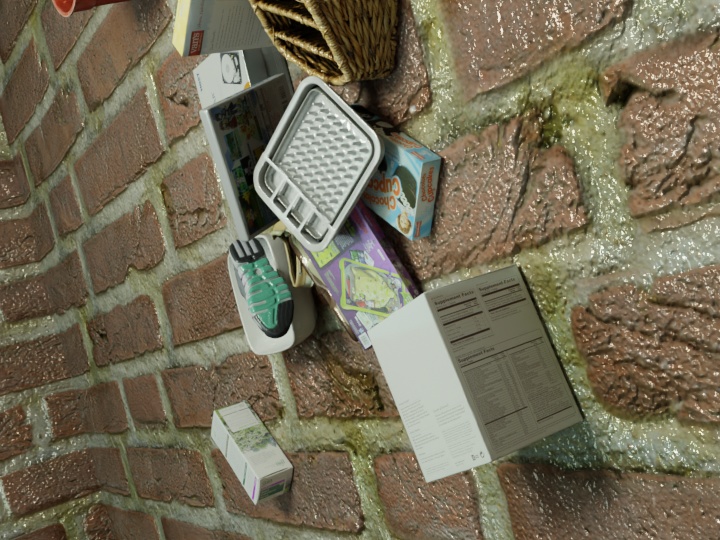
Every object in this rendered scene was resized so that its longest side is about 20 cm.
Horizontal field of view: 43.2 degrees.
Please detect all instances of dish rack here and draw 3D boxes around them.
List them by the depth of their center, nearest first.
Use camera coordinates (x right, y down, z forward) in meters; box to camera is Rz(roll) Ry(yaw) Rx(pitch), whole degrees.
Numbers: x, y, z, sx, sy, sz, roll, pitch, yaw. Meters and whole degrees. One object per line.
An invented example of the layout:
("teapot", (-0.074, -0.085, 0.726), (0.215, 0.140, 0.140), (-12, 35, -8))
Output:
("dish rack", (-0.054, -0.146, 1.259), (0.172, 0.043, 0.201), (47, 123, 24))

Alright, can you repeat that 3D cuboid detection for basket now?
("basket", (-0.063, -0.324, 1.228), (0.200, 0.148, 0.144), (35, 130, 45))

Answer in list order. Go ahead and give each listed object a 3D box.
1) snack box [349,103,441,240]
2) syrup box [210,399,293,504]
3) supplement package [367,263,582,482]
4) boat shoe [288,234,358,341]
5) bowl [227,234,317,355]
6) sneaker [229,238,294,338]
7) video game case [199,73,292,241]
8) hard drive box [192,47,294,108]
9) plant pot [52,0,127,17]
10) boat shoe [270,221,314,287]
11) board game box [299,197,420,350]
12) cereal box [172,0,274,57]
("snack box", (0.032, -0.139, 1.258), (0.200, 0.037, 0.117), (40, 136, 43))
("syrup box", (-0.220, 0.362, 1.821), (0.200, 0.078, 0.082), (47, 138, 37))
("supplement package", (0.134, 0.125, 1.099), (0.152, 0.149, 0.202), (-39, 70, 57))
("boat shoe", (-0.032, 0.011, 1.395), (0.203, 0.074, 0.075), (55, 176, 19))
("bowl", (-0.148, 0.038, 1.580), (0.199, 0.074, 0.202), (-19, 87, 58))
("sneaker", (-0.157, 0.041, 1.478), (0.088, 0.074, 0.201), (95, 156, -51))
("video game case", (-0.146, -0.172, 1.363), (0.022, 0.182, 0.202), (1, 116, 37))
("hard drive box", (-0.193, -0.293, 1.514), (0.199, 0.076, 0.158), (-16, 88, 59))
("plant pot", (-0.482, -0.594, 1.733), (0.200, 0.194, 0.203), (28, 125, 50))
("boat shoe", (-0.111, -0.070, 1.473), (0.072, 0.075, 0.202), (-40, 66, 59))
("board game box", (0.000, 0.000, 1.299), (0.120, 0.032, 0.201), (-36, 81, 38))
("cereal box", (-0.169, -0.389, 1.319), (0.040, 0.198, 0.145), (54, 142, 29))
